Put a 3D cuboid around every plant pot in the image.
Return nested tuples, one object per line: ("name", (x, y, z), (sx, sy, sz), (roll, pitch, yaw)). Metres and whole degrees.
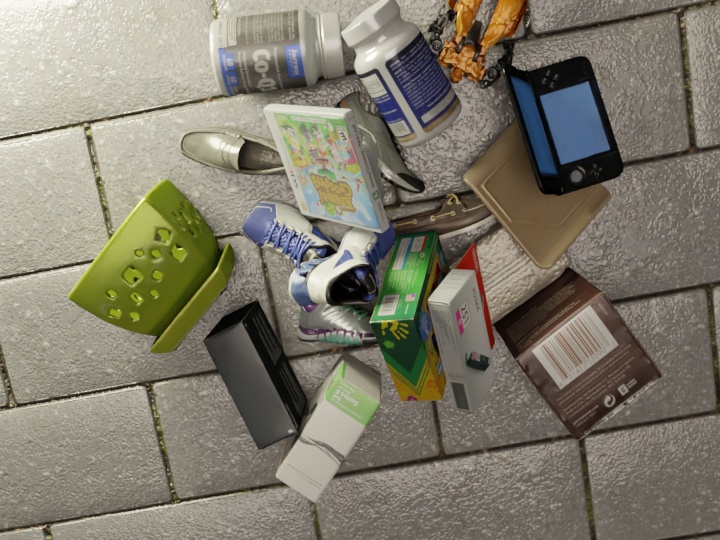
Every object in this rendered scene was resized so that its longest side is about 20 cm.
("plant pot", (-0.311, -0.001, 1.223), (0.181, 0.200, 0.200), (40, 98, -12))

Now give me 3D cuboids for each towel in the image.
("towel", (0.239, -0.005, 1.291), (0.198, 0.035, 0.134), (-35, 97, 8))

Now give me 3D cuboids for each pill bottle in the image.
("pill bottle", (-0.124, -0.337, 1.194), (0.195, 0.114, 0.116), (-6, 101, 3))
("pill bottle", (0.061, -0.300, 1.173), (0.115, 0.116, 0.201), (-32, 112, 6))

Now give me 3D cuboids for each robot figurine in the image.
("robot figurine", (0.187, -0.387, 1.208), (0.143, 0.058, 0.203), (25, 99, -3))

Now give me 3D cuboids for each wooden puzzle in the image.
("wooden puzzle", (0.281, -0.132, 1.240), (0.200, 0.037, 0.185), (46, 73, -4))

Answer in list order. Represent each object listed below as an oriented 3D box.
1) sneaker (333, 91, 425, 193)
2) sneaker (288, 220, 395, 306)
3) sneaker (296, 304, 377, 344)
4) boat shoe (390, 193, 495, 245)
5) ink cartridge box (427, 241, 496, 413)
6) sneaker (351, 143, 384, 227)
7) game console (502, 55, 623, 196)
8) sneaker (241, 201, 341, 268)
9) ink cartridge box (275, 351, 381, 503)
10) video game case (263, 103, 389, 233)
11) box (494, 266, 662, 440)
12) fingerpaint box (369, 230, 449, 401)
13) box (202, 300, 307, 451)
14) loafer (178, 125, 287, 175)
("sneaker", (0.034, -0.201, 1.239), (0.200, 0.074, 0.079), (44, 93, -7))
("sneaker", (-0.001, 0.000, 1.157), (0.198, 0.114, 0.082), (-37, 124, -33))
("sneaker", (-0.024, 0.072, 1.259), (0.196, 0.074, 0.090), (-1, 93, 31))
("boat shoe", (0.139, -0.088, 1.259), (0.197, 0.072, 0.060), (-22, 103, 11))
("ink cartridge box", (0.175, 0.086, 1.197), (0.043, 0.174, 0.203), (5, 124, 35))
("sneaker", (-0.025, -0.150, 1.219), (0.113, 0.201, 0.075), (40, 70, 22))
("game console", (0.310, -0.226, 1.177), (0.172, 0.116, 0.204), (-16, 86, -3))
("sneaker", (-0.093, -0.041, 1.240), (0.197, 0.115, 0.082), (29, 98, -6))
("ink cartridge box", (-0.051, 0.256, 1.287), (0.083, 0.146, 0.202), (32, 99, -5))
("video game case", (-0.053, -0.152, 1.136), (0.022, 0.198, 0.185), (-36, 123, -29))
("box", (0.336, 0.124, 1.228), (0.165, 0.200, 0.165), (-39, 98, 8))
("fingerpaint box", (0.092, 0.069, 1.193), (0.072, 0.202, 0.169), (-5, 128, 22))
("box", (-0.168, 0.169, 1.275), (0.078, 0.141, 0.203), (-25, 99, 5))
("loafer", (-0.197, -0.192, 1.244), (0.195, 0.070, 0.072), (7, 102, 0))
